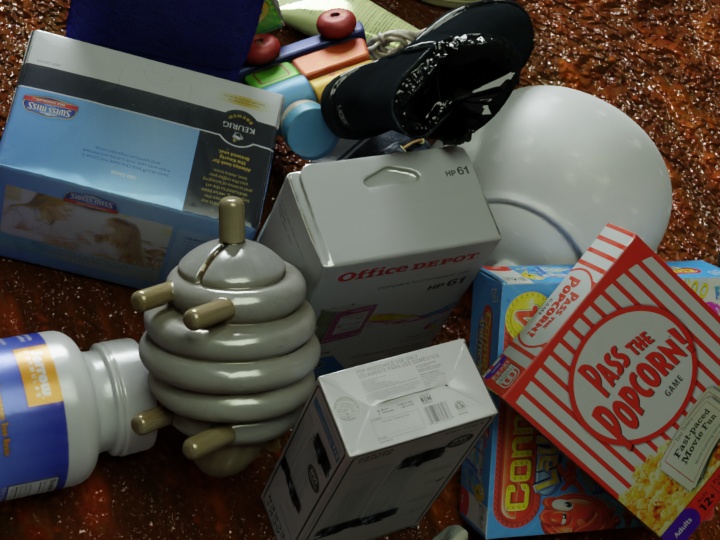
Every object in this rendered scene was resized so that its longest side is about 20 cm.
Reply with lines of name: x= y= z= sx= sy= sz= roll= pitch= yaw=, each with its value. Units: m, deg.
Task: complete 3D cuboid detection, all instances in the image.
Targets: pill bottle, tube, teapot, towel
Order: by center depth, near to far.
pill bottle: x=-0.248 y=0.103 z=1.097 sx=0.199 sy=0.112 sz=0.112 roll=-10 pitch=64 yaw=-24
towel: x=-0.161 y=-0.185 z=1.245 sx=0.147 sy=0.200 sz=0.050 roll=9 pitch=48 yaw=-14
teapot: x=0.149 y=-0.037 z=1.265 sx=0.199 sy=0.198 sz=0.146 roll=12 pitch=51 yaw=28
tube: x=0.014 y=-0.208 z=1.409 sx=0.199 sy=0.052 sz=0.058 roll=30 pitch=14 yaw=5

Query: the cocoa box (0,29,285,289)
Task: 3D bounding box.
cocoa box: x=-0.175 y=-0.074 z=1.213 sx=0.199 sy=0.134 sz=0.132 roll=14 pitch=58 yaw=-9

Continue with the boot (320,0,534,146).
boot: x=0.081 y=-0.150 z=1.184 sx=0.199 sy=0.168 sz=0.077 roll=-26 pitch=104 yaw=-20

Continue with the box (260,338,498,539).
box: x=0.008 y=0.132 z=1.109 sx=0.116 sy=0.200 sz=0.060 roll=-14 pitch=64 yaw=-22

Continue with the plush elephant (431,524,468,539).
plush elephant: x=0.057 y=0.275 z=1.084 sx=0.200 sy=0.165 sz=0.155 roll=45 pitch=10 yaw=-26

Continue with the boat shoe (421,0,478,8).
boat shoe: x=0.058 y=-0.299 z=1.461 sx=0.199 sy=0.065 sz=0.072 roll=12 pitch=57 yaw=-11

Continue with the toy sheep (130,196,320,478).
toy sheep: x=-0.091 y=0.049 z=1.078 sx=0.137 sy=0.201 sz=0.138 roll=6 pitch=21 yaw=-2

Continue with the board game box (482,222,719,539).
board game box: x=0.207 y=0.087 z=1.153 sx=0.200 sy=0.046 sz=0.152 roll=40 pitch=88 yaw=-22

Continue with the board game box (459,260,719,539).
board game box: x=0.180 y=0.097 z=1.201 sx=0.195 sy=0.056 sz=0.201 roll=-2 pitch=103 yaw=-18

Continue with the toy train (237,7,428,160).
toy train: x=0.004 y=-0.159 z=1.298 sx=0.199 sy=0.085 sz=0.116 roll=-21 pitch=38 yaw=-15

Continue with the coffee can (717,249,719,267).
coffee can: x=0.394 y=0.060 z=1.306 sx=0.146 sy=0.147 sz=0.201 roll=-1 pitch=61 yaw=-18

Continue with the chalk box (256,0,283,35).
chalk box: x=-0.146 y=-0.258 z=1.311 sx=0.123 sy=0.200 sz=0.125 roll=-19 pitch=51 yaw=5

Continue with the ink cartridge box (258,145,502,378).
ink cartridge box: x=0.000 y=0.000 z=1.184 sx=0.144 sy=0.200 sz=0.085 roll=-10 pitch=63 yaw=-22

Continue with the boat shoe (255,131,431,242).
boat shoe: x=0.000 y=-0.056 z=1.294 sx=0.091 sy=0.071 sz=0.200 roll=36 pitch=54 yaw=10
